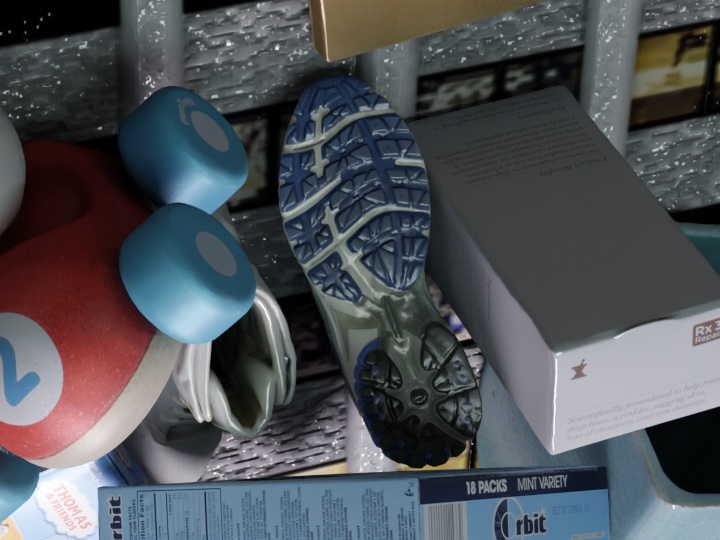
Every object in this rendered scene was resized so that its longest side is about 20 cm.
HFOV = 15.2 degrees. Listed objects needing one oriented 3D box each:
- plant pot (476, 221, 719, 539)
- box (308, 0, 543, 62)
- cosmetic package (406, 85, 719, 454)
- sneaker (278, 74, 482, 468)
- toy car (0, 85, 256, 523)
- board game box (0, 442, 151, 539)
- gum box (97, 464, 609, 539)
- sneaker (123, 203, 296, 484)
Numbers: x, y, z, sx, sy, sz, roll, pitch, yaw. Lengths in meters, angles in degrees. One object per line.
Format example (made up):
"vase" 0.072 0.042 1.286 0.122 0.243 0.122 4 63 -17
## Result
"plant pot" 0.171 0.111 1.490 0.195 0.197 0.200 2 138 -28
"box" 0.047 -0.204 1.280 0.163 0.021 0.200 -17 132 -13
"cosmetic package" 0.098 -0.004 1.344 0.101 0.200 0.074 -14 131 -15
"sneaker" 0.000 0.000 1.368 0.077 0.085 0.201 -15 98 -10
"toy car" -0.181 -0.019 1.231 0.200 0.177 0.184 36 118 -28
"board game box" -0.196 0.163 1.425 0.199 0.037 0.151 -22 134 7
"gum box" -0.003 0.124 1.362 0.170 0.199 0.045 2 85 -54
"sneaker" -0.084 0.061 1.366 0.073 0.116 0.201 -12 132 -20
